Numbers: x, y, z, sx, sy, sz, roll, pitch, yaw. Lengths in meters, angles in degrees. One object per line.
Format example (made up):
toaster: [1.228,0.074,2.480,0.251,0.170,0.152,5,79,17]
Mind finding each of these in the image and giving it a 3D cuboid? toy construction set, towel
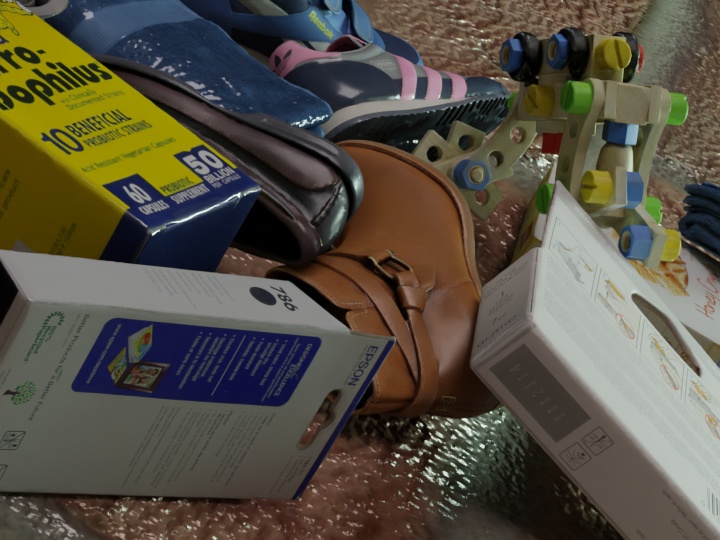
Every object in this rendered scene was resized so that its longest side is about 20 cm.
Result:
toy construction set: [0.114,-0.072,1.347,0.092,0.132,0.200,3,2,-35]
towel: [-0.116,-0.122,1.318,0.200,0.049,0.112,40,26,18]
towel: [0.296,0.002,1.522,0.200,0.049,0.112,26,8,-47]

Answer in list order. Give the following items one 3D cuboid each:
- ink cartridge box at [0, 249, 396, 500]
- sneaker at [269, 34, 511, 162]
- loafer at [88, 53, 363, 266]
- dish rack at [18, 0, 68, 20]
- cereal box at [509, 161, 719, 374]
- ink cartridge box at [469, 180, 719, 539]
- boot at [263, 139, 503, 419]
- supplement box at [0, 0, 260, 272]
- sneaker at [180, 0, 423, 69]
ink cartridge box: [-0.086,0.048,0.985,0.199,0.100,0.039,9,31,-43]
sneaker: [0.022,-0.113,1.446,0.200,0.070,0.082,-6,57,-56]
loafer: [-0.099,-0.055,1.172,0.199,0.072,0.063,17,43,11]
dish rack: [-0.264,-0.178,1.249,0.171,0.044,0.200,-1,38,-35]
cereal box: [0.189,0.017,1.445,0.199,0.040,0.144,31,22,-3]
ink cartridge box: [0.141,0.069,1.207,0.200,0.045,0.176,48,22,-13]
boot: [0.000,0.000,1.218,0.154,0.074,0.200,-6,41,-48]
supplement box: [-0.166,-0.044,1.052,0.200,0.110,0.109,37,24,12]
sneaker: [-0.033,-0.161,1.470,0.199,0.082,0.074,17,26,-33]
